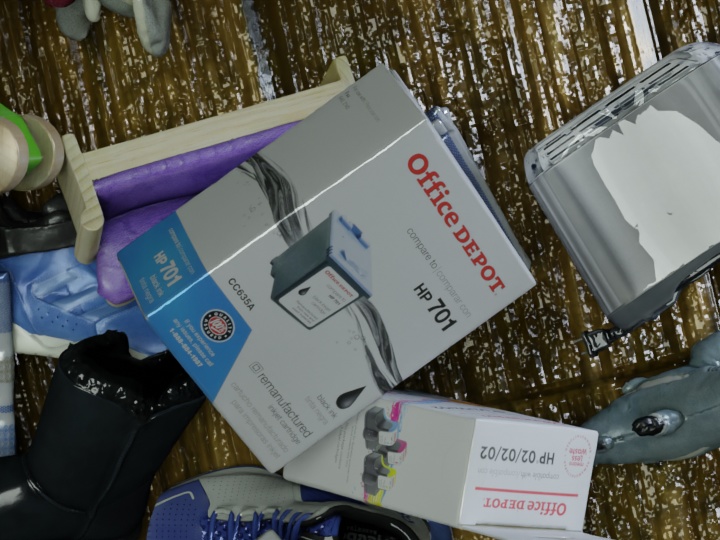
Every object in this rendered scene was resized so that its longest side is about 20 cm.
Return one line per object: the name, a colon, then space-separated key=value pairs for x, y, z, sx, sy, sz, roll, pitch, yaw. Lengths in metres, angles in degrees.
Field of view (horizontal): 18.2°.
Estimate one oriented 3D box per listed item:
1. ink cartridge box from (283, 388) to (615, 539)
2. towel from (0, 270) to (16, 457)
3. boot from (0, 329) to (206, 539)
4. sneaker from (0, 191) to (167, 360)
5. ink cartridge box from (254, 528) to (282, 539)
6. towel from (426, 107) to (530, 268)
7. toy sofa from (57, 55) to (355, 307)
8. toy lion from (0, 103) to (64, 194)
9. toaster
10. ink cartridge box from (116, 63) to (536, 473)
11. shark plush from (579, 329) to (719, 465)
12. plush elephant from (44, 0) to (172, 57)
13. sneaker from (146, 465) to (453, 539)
ink cartridge box: x=0.062 y=0.116 z=1.372 sx=0.200 sy=0.115 sz=0.068 roll=10 pitch=91 yaw=46
towel: x=-0.297 y=0.087 z=1.477 sx=0.146 sy=0.024 sz=0.201 roll=7 pitch=110 yaw=11
boot: x=-0.205 y=0.110 z=1.402 sx=0.199 sy=0.077 sz=0.168 roll=2 pitch=132 yaw=-28
sneaker: x=-0.163 y=0.001 z=1.467 sx=0.199 sy=0.077 sz=0.112 roll=6 pitch=100 yaw=13
ink cartridge box: x=-0.048 y=0.281 z=1.338 sx=0.200 sy=0.083 sz=0.145 roll=49 pitch=52 yaw=1
towel: x=0.000 y=0.000 z=1.421 sx=0.200 sy=0.024 sz=0.147 roll=-34 pitch=127 yaw=1
toy sofa: x=-0.086 y=-0.056 z=1.419 sx=0.199 sy=0.083 sz=0.098 roll=-17 pitch=79 yaw=-14
toy lion: x=-0.294 y=-0.075 z=1.368 sx=0.191 sy=0.069 sz=0.201 roll=-31 pitch=86 yaw=17
toaster: x=0.190 y=-0.051 z=1.408 sx=0.200 sy=0.114 sz=0.129 roll=-34 pitch=82 yaw=8
ink cartridge box: x=-0.020 y=-0.001 z=1.335 sx=0.200 sy=0.086 sz=0.147 roll=-35 pitch=123 yaw=3
shark plush: x=0.185 y=0.087 z=1.421 sx=0.199 sy=0.083 sz=0.091 roll=-6 pitch=90 yaw=7
plush elephant: x=-0.186 y=-0.210 z=1.443 sx=0.200 sy=0.165 sz=0.155 roll=-26 pitch=125 yaw=35
sneaker: x=-0.043 y=0.170 z=1.435 sx=0.198 sy=0.115 sz=0.081 roll=1 pitch=89 yaw=7
